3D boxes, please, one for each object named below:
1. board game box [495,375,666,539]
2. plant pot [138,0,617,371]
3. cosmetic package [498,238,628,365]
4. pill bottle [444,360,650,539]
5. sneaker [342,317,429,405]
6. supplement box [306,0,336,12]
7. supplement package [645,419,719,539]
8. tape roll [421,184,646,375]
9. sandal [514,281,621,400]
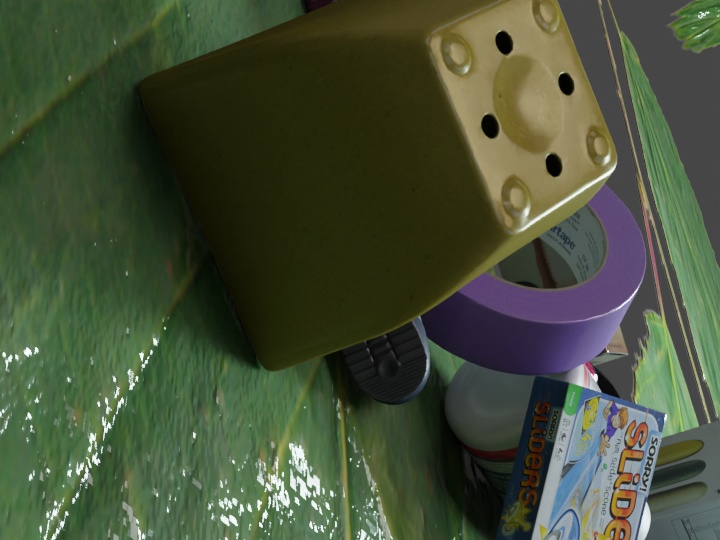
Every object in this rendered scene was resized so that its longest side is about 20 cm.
[{"bbox_3d":[0.161,0.191,1.021,0.135,0.034,0.200,18,83,-43],"label":"board game box"},{"bbox_3d":[0.029,-0.076,0.796,0.194,0.200,0.196,-31,101,-40],"label":"plant pot"},{"bbox_3d":[0.201,0.005,1.404,0.103,0.087,0.200,8,64,-66],"label":"cosmetic package"},{"bbox_3d":[0.164,0.157,1.124,0.200,0.119,0.120,56,24,-33],"label":"pill bottle"},{"bbox_3d":[0.000,0.000,0.957,0.082,0.070,0.200,55,22,-77],"label":"sneaker"},{"bbox_3d":[0.021,-0.189,1.134,0.110,0.086,0.200,28,46,-62],"label":"supplement box"},{"bbox_3d":[0.364,0.265,1.407,0.151,0.200,0.152,62,22,-18],"label":"supplement package"},{"bbox_3d":[0.121,-0.014,1.072,0.200,0.200,0.066,-88,-169,-45],"label":"tape roll"},{"bbox_3d":[0.193,0.101,1.312,0.200,0.075,0.045,54,8,-19],"label":"sandal"}]
